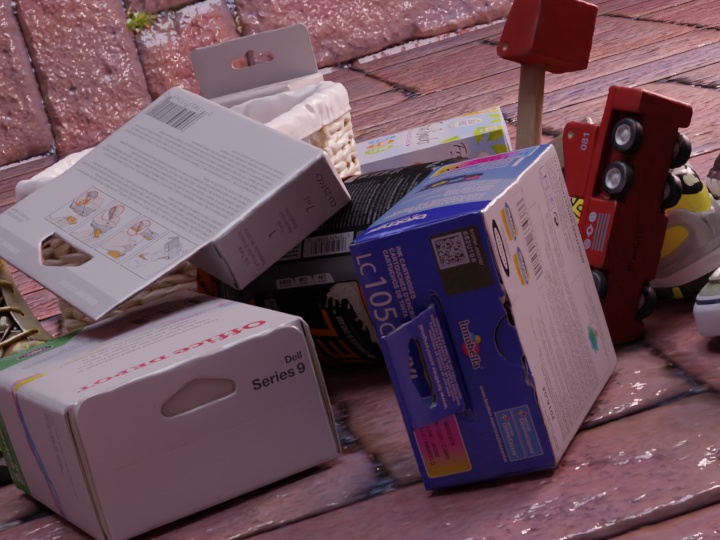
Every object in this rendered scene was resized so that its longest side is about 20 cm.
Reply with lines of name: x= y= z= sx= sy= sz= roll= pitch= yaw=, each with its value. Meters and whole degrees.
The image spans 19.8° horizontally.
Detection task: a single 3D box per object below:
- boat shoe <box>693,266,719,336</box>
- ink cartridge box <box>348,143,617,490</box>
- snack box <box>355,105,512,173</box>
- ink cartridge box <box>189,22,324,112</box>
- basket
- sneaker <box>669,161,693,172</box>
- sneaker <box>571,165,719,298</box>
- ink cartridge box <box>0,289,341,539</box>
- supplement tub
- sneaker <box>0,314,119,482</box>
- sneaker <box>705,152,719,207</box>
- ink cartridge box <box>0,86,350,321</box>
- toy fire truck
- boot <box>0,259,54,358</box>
boat shoe: x=0.255 y=-0.017 z=1.184 sx=0.200 sy=0.062 sz=0.072 roll=-25 pitch=14 yaw=-40
ink cartridge box: x=0.064 y=0.023 z=1.059 sx=0.076 sy=0.137 sz=0.200 roll=-14 pitch=10 yaw=19
snack box: x=0.037 y=-0.084 z=1.836 sx=0.200 sy=0.068 sz=0.169 roll=-13 pitch=10 yaw=4
ink cartridge box: x=-0.078 y=-0.085 z=1.642 sx=0.116 sy=0.200 sz=0.068 roll=-11 pitch=9 yaw=25
basket: x=-0.108 y=-0.030 z=1.521 sx=0.200 sy=0.161 sz=0.198 roll=-12 pitch=11 yaw=23
sneaker: x=0.203 y=-0.073 z=1.488 sx=0.074 sy=0.087 sz=0.200 roll=-19 pitch=10 yaw=-8
sneaker: x=0.157 y=-0.028 z=1.308 sx=0.075 sy=0.076 sz=0.200 roll=-24 pitch=14 yaw=-37
ink cartridge box: x=-0.120 y=0.079 z=1.181 sx=0.145 sy=0.088 sz=0.200 roll=-21 pitch=10 yaw=-22
supplement tub: x=0.000 y=0.000 z=1.312 sx=0.200 sy=0.123 sz=0.123 roll=-8 pitch=13 yaw=39
sneaker: x=-0.217 y=0.086 z=1.312 sx=0.200 sy=0.076 sz=0.075 roll=-19 pitch=13 yaw=-10
sneaker: x=0.273 y=-0.091 z=1.340 sx=0.076 sy=0.116 sz=0.200 roll=11 pitch=12 yaw=5
ink cartridge box: x=-0.129 y=-0.033 z=1.298 sx=0.176 sy=0.045 sz=0.200 roll=-38 pitch=33 yaw=-17
toy fire truck: x=0.129 y=-0.064 z=1.238 sx=0.049 sy=0.200 sz=0.141 roll=12 pitch=2 yaw=-36
boot: x=-0.267 y=0.023 z=1.489 sx=0.073 sy=0.156 sz=0.200 roll=-21 pitch=12 yaw=-25
